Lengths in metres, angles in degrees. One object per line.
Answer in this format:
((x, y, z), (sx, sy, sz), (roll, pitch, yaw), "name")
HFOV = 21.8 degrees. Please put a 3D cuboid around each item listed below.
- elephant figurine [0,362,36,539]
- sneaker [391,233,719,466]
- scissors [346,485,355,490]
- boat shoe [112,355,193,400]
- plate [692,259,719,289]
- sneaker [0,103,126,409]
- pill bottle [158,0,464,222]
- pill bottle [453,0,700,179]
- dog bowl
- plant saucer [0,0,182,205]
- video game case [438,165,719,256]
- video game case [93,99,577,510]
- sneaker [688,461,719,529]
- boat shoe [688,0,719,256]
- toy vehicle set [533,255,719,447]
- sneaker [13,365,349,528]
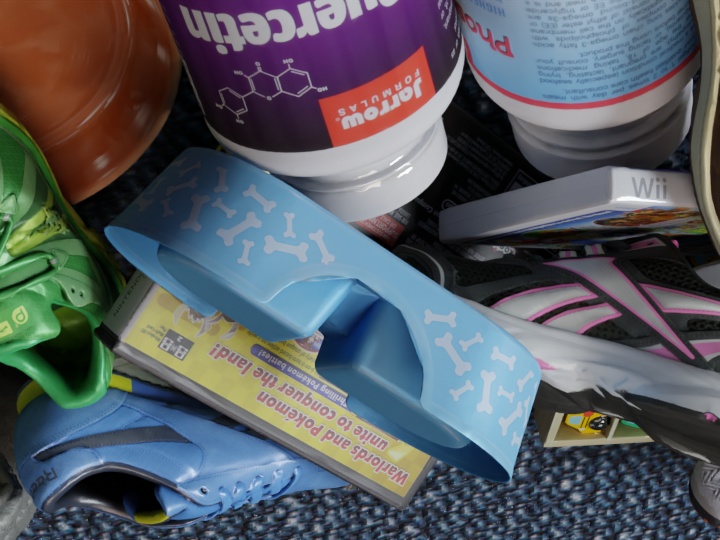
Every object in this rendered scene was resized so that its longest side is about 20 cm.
((-0.216, 0.140, 0.931), (0.155, 0.200, 0.141), (-35, 135, 24), "elephant figurine")
((0.109, 0.020, 0.847), (0.200, 0.086, 0.080), (20, 162, 18), "sneaker")
((0.030, 0.063, 1.057), (0.073, 0.014, 0.200), (20, 131, -36), "scissors")
((-0.065, 0.027, 0.949), (0.200, 0.062, 0.073), (-13, 137, 1), "boat shoe")
((0.207, 0.035, 0.938), (0.200, 0.032, 0.200), (-19, 157, 33), "plate")
((-0.159, -0.008, 0.817), (0.074, 0.084, 0.200), (-24, 139, 14), "sneaker")
((-0.024, -0.117, 0.733), (0.112, 0.112, 0.200), (-16, 131, 4), "pill bottle")
((0.089, -0.130, 0.770), (0.109, 0.109, 0.200), (-15, 140, 3), "pill bottle")
((-0.010, 0.017, 0.782), (0.200, 0.050, 0.111), (33, 168, -11), "dog bowl")
((-0.178, -0.093, 0.801), (0.200, 0.032, 0.200), (-7, 141, -6), "plant saucer")
((0.157, -0.024, 0.864), (0.200, 0.018, 0.143), (2, 173, -28), "video game case")
((0.000, 0.000, 0.886), (0.200, 0.025, 0.181), (33, 90, -37), "video game case")
((0.278, 0.138, 1.141), (0.200, 0.078, 0.112), (-11, 144, -23), "sneaker")
((0.173, -0.061, 0.729), (0.075, 0.075, 0.202), (-28, 123, -15), "boat shoe")
((0.178, 0.027, 1.042), (0.124, 0.027, 0.200), (-3, 139, -13), "toy vehicle set")
((-0.074, 0.100, 0.923), (0.200, 0.078, 0.066), (8, 135, -27), "sneaker")
